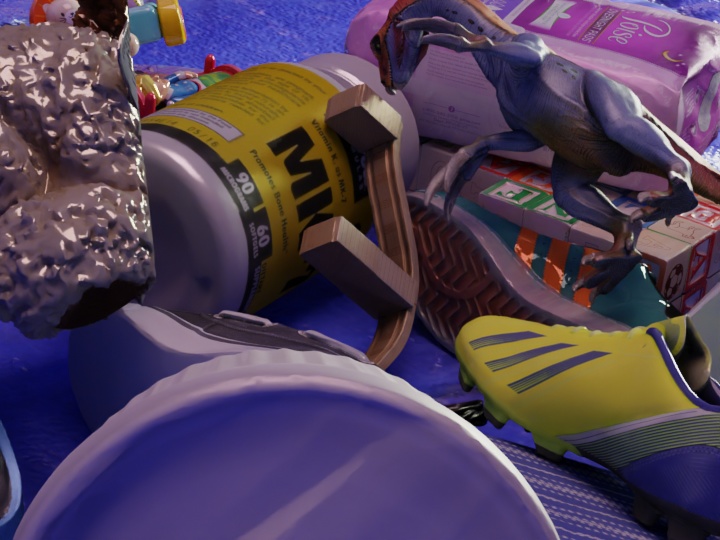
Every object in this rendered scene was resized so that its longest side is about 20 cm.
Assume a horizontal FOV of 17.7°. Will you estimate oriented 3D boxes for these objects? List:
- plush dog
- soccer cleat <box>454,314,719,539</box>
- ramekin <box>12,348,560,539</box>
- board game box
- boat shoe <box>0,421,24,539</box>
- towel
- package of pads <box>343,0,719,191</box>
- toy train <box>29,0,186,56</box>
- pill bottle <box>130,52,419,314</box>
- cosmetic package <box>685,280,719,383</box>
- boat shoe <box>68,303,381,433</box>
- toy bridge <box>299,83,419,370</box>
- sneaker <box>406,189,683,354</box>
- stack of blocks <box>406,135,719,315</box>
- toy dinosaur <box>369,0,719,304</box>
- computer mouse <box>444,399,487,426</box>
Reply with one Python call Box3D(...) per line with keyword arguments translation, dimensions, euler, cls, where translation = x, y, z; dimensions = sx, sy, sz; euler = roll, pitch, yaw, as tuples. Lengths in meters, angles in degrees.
Box3D(translation=(-0.182, -0.054, 1.013), dimensions=(0.171, 0.161, 0.200), euler=(-6, 8, -5), cls="plush dog")
Box3D(translation=(0.115, 0.051, 0.995), dimensions=(0.064, 0.084, 0.200), euler=(13, 11, -37), cls="soccer cleat")
Box3D(translation=(-0.027, 0.119, 0.801), dimensions=(0.201, 0.204, 0.094), euler=(4, 15, -6), cls="ramekin")
Box3D(translation=(-0.110, -0.102, 1.387), dimensions=(0.157, 0.039, 0.200), euler=(7, 27, -1), cls="board game box")
Box3D(translation=(-0.202, 0.055, 1.005), dimensions=(0.068, 0.085, 0.200), euler=(-8, 28, -22), cls="boat shoe")
Box3D(translation=(0.115, 0.119, 0.943), dimensions=(0.144, 0.024, 0.200), euler=(18, 9, -19), cls="towel")
Box3D(translation=(0.100, -0.110, 1.286), dimensions=(0.199, 0.076, 0.121), euler=(16, 30, 18), cls="package of pads")
Box3D(translation=(-0.197, -0.145, 1.387), dimensions=(0.150, 0.056, 0.200), euler=(-4, 13, 37), cls="toy train")
Box3D(translation=(-0.058, -0.043, 1.199), dimensions=(0.114, 0.115, 0.200), euler=(20, 29, 25), cls="pill bottle")
Box3D(translation=(0.234, 0.025, 1.131), dimensions=(0.113, 0.081, 0.200), euler=(46, 37, 4), cls="cosmetic package")
Box3D(translation=(-0.059, 0.050, 1.027), dimensions=(0.068, 0.072, 0.200), euler=(-7, 6, -37), cls="boat shoe")
Box3D(translation=(0.000, 0.000, 1.132), dimensions=(0.027, 0.067, 0.201), euler=(-20, 44, 36), cls="toy bridge")
Box3D(translation=(0.099, 0.018, 1.176), dimensions=(0.080, 0.072, 0.200), euler=(-18, 44, -42), cls="sneaker")
Box3D(translation=(0.104, -0.029, 1.275), dimensions=(0.199, 0.059, 0.115), euler=(23, 30, 29), cls="stack of blocks")
Box3D(translation=(0.091, -0.075, 1.145), dimensions=(0.199, 0.105, 0.182), euler=(-3, 49, -34), cls="toy dinosaur")
Box3D(translation=(-0.002, 0.095, 1.036), dimensions=(0.058, 0.034, 0.200), euler=(-18, 0, 42), cls="computer mouse")
